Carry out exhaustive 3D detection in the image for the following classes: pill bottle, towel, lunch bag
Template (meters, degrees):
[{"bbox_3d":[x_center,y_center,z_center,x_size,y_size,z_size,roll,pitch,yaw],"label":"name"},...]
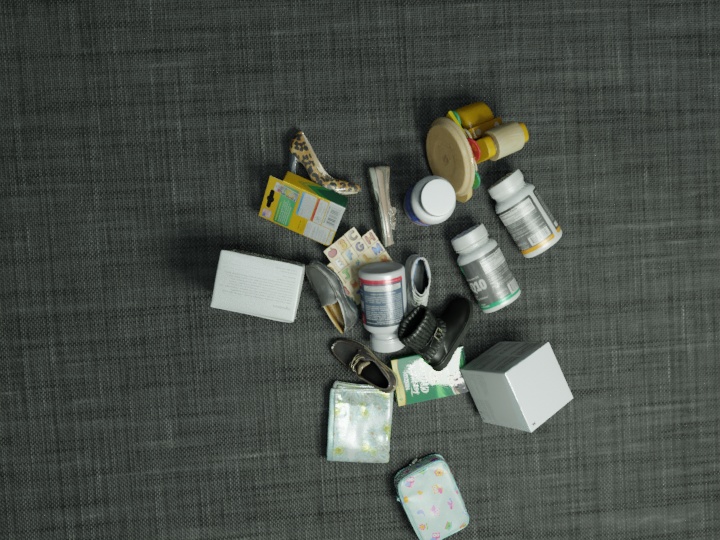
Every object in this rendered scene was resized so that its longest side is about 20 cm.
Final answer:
[{"bbox_3d":[0.060,0.092,1.474,0.116,0.120,0.206,-6,104,-4],"label":"pill bottle"},{"bbox_3d":[-0.002,0.392,1.525,0.166,0.048,0.207,4,92,-3],"label":"towel"},{"bbox_3d":[0.412,-0.145,1.497,0.115,0.116,0.203,-34,94,-2],"label":"pill bottle"},{"bbox_3d":[0.313,-0.008,1.497,0.111,0.113,0.204,-29,94,-2],"label":"pill bottle"},{"bbox_3d":[0.169,-0.168,1.435,0.108,0.200,0.116,0,93,-3],"label":"pill bottle"},{"bbox_3d":[0.178,0.588,1.532,0.157,0.077,0.204,-25,94,-1],"label":"lunch bag"}]

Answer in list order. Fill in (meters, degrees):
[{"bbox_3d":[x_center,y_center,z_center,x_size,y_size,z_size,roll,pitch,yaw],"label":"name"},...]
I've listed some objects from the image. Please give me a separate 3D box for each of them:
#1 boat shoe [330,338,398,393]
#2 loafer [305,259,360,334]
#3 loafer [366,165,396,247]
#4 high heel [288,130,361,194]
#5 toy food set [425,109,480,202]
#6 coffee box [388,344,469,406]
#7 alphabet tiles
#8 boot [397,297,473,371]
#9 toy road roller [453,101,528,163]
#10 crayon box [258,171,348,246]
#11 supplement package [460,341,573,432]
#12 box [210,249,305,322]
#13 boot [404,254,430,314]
[{"bbox_3d":[0.009,0.234,1.488,0.197,0.073,0.076,30,87,14],"label":"boat shoe"},{"bbox_3d":[-0.074,0.065,1.468,0.072,0.073,0.201,-27,108,38],"label":"loafer"},{"bbox_3d":[0.065,-0.165,1.497,0.061,0.072,0.206,-12,91,-10],"label":"loafer"},{"bbox_3d":[-0.087,-0.267,1.476,0.194,0.071,0.147,8,97,4],"label":"high heel"},{"bbox_3d":[0.226,-0.276,1.440,0.048,0.199,0.204,-22,74,-18],"label":"toy food set"},{"bbox_3d":[0.178,0.271,1.533,0.194,0.044,0.127,-9,93,-4],"label":"coffee box"},{"bbox_3d":[0.000,0.000,1.506,0.165,0.006,0.202,-37,107,-2],"label":"alphabet tiles"},{"bbox_3d":[0.189,0.123,1.461,0.158,0.078,0.214,43,63,-29],"label":"boot"},{"bbox_3d":[0.297,-0.338,1.437,0.120,0.199,0.150,-24,97,-19],"label":"toy road roller"},{"bbox_3d":[-0.140,-0.156,1.457,0.195,0.052,0.127,23,129,-5],"label":"crayon box"},{"bbox_3d":[0.378,0.277,1.452,0.148,0.199,0.155,-28,94,-22],"label":"supplement package"},{"bbox_3d":[-0.237,0.033,1.416,0.194,0.199,0.135,11,91,-5],"label":"box"},{"bbox_3d":[0.140,0.063,1.496,0.071,0.096,0.207,-1,93,-4],"label":"boot"}]
